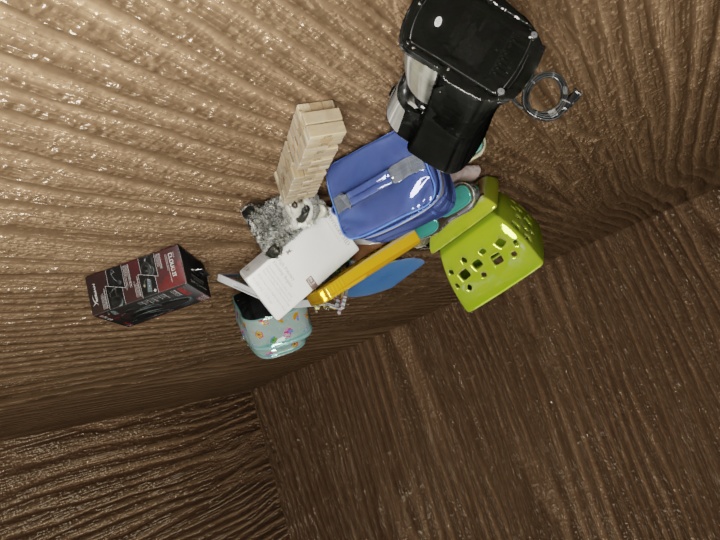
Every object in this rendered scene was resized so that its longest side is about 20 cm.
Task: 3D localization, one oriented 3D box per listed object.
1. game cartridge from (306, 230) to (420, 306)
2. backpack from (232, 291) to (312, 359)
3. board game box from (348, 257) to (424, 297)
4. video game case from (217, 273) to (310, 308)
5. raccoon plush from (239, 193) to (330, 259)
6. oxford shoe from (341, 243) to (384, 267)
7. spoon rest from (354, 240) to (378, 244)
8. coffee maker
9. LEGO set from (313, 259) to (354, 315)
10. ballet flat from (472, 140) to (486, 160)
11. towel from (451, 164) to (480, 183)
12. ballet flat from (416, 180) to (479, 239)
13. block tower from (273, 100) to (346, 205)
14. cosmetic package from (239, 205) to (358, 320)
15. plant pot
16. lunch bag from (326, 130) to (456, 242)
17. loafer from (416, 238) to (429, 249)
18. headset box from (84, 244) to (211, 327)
[{"bbox_3d":[0.000,0.000,1.102,0.198,0.033,0.176,-35,-177,-13],"label":"game cartridge"},{"bbox_3d":[-0.200,0.114,1.434,0.171,0.158,0.200,-14,-166,-16],"label":"backpack"},{"bbox_3d":[0.044,0.001,1.376,0.155,0.040,0.199,-6,158,-37],"label":"board game box"},{"bbox_3d":[-0.194,0.042,1.333,0.196,0.019,0.142,20,-169,33],"label":"video game case"},{"bbox_3d":[-0.129,-0.102,1.051,0.132,0.098,0.200,-32,-161,-5],"label":"raccoon plush"},{"bbox_3d":[0.002,-0.051,1.312,0.070,0.073,0.200,30,145,-14],"label":"oxford shoe"},{"bbox_3d":[-0.015,-0.085,1.197,0.195,0.101,0.061,-18,-161,24],"label":"spoon rest"},{"bbox_3d":[0.120,-0.196,0.709,0.133,0.194,0.200,-33,171,-8],"label":"coffee maker"},{"bbox_3d":[-0.105,0.027,1.269,0.196,0.119,0.153,20,164,-23],"label":"LEGO set"},{"bbox_3d":[0.127,-0.181,1.072,0.195,0.069,0.062,-21,177,6],"label":"ballet flat"},{"bbox_3d":[0.120,-0.153,1.248,0.195,0.033,0.191,-13,165,-30],"label":"towel"},{"bbox_3d":[0.161,-0.118,1.236,0.071,0.074,0.198,-5,162,-47],"label":"ballet flat"},{"bbox_3d":[-0.075,-0.162,0.865,0.056,0.055,0.200,-13,166,-22],"label":"block tower"},{"bbox_3d":[-0.110,-0.018,1.111,0.199,0.103,0.074,-41,-158,-9],"label":"cosmetic package"},{"bbox_3d":[0.258,-0.070,1.310,0.198,0.183,0.200,-35,-167,26],"label":"plant pot"},{"bbox_3d":[0.039,-0.130,0.974,0.196,0.139,0.131,-25,168,24],"label":"lunch bag"},{"bbox_3d":[0.134,-0.083,1.389,0.073,0.072,0.199,-5,-176,17],"label":"loafer"},{"bbox_3d":[-0.379,0.030,1.144,0.194,0.079,0.149,-18,167,-1],"label":"headset box"}]
